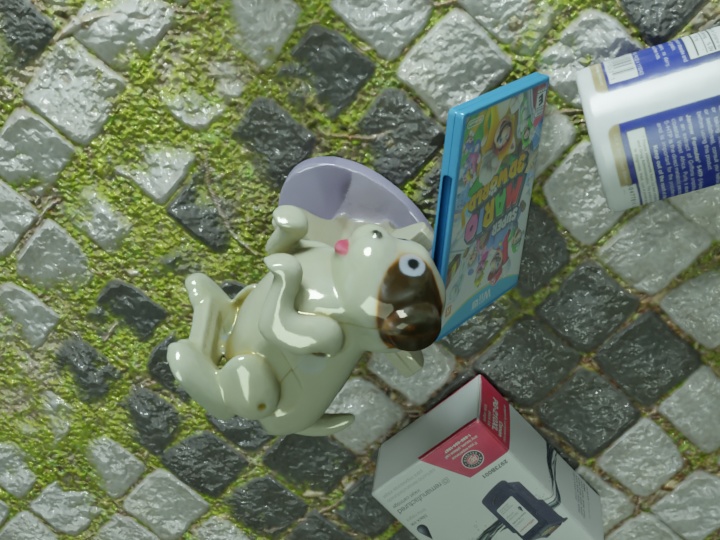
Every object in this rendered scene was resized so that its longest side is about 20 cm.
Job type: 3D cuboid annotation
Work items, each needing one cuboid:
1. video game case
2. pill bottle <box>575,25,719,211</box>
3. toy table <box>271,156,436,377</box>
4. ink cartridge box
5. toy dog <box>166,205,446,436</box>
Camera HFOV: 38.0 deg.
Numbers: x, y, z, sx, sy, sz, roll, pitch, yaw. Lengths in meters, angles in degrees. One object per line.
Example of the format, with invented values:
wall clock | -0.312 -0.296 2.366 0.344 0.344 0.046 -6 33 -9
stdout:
video game case | 0.107 -0.055 0.891 0.018 0.142 0.203 22 122 30
pill bottle | 0.281 -0.130 0.835 0.197 0.120 0.121 -14 114 15
toy table | 0.000 0.000 0.941 0.199 0.118 0.184 37 115 -10
ink cartridge box | 0.131 0.229 1.057 0.144 0.085 0.200 -38 106 23
toy dog | -0.026 0.045 0.827 0.198 0.140 0.195 -30 108 18
